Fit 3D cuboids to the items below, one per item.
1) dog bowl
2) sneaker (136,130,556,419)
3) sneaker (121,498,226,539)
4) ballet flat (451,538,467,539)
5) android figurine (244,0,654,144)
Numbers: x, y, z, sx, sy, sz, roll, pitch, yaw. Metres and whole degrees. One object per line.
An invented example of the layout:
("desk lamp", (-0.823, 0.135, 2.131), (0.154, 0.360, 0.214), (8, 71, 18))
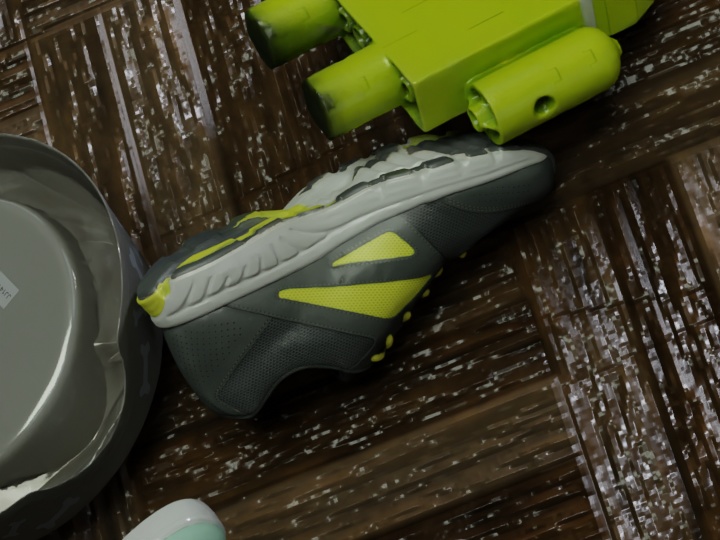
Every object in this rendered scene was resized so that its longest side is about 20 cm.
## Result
("dog bowl", (-0.178, 0.040, 1.295), (0.199, 0.059, 0.201), (-11, 64, 25))
("sneaker", (0.000, 0.000, 1.266), (0.199, 0.085, 0.074), (-23, 15, -9))
("sneaker", (-0.080, 0.204, 1.188), (0.118, 0.074, 0.201), (23, 85, 34))
("ballet flat", (0.040, 0.198, 1.153), (0.072, 0.072, 0.201), (-9, 63, 16))
("android figurine", (0.052, -0.131, 1.293), (0.199, 0.041, 0.182), (-28, 46, -14))
